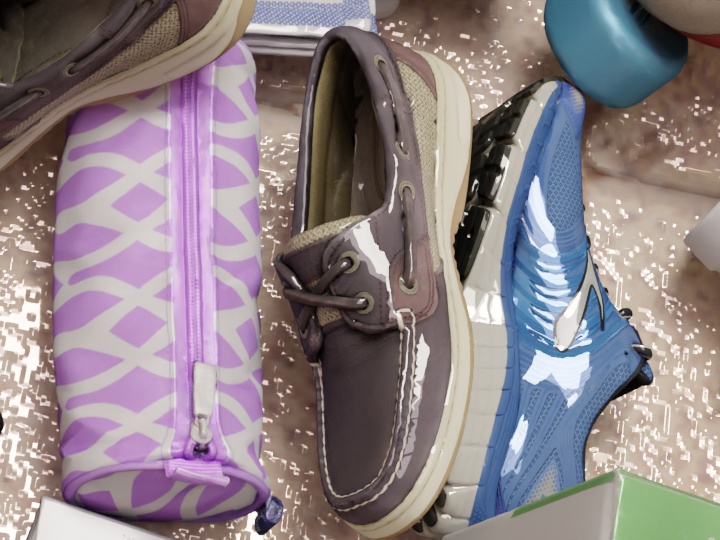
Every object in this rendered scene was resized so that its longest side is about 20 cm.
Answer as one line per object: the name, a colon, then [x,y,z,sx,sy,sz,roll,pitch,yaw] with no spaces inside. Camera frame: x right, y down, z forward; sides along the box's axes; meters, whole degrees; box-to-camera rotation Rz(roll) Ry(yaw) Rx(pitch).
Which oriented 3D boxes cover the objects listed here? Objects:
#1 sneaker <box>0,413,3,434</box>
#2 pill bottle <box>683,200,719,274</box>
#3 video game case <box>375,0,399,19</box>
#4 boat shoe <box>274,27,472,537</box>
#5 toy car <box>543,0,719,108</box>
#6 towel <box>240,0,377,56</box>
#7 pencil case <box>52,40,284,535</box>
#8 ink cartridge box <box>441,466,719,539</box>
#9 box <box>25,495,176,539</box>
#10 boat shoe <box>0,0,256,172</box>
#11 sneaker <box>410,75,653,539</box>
sneaker: [-0.176,0.070,0.869,0.087,0.074,0.200,4,64,-4]
pill bottle: [0.226,0.033,0.956,0.200,0.104,0.104,45,67,6]
video game case: [-0.095,-0.185,1.013,0.181,0.023,0.200,-11,73,-17]
boat shoe: [0.000,0.000,0.895,0.065,0.072,0.201,25,59,-36]
toy car: [0.202,-0.151,1.005,0.200,0.184,0.177,22,47,-37]
towel: [-0.068,-0.181,0.993,0.146,0.024,0.201,2,68,-10]
pencil case: [-0.076,0.001,0.912,0.084,0.086,0.201,1,69,-14]
ink cartridge box: [0.138,0.150,0.851,0.200,0.145,0.088,18,68,-18]
box: [-0.076,0.201,0.860,0.156,0.041,0.200,18,66,-5]
boat shoe: [-0.137,-0.083,0.891,0.200,0.065,0.072,-21,62,21]
sneaker: [0.069,0.018,0.953,0.089,0.079,0.201,17,69,-21]
